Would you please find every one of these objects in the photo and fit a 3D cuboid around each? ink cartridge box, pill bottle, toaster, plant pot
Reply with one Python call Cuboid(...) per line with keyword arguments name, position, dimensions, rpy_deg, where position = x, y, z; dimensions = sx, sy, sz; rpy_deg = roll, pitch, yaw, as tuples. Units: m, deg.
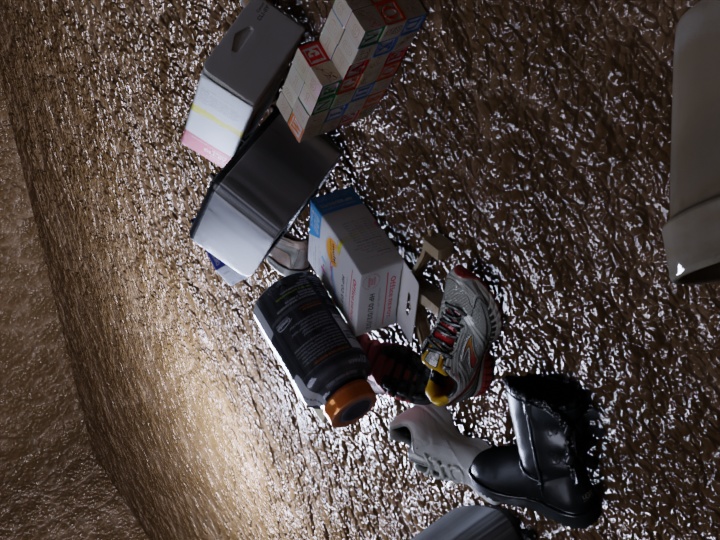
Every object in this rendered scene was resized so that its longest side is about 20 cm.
Cuboid(name="ink cartridge box", position=(-0.234, -0.036, 1.722), dimensions=(0.095, 0.044, 0.200), rpy_deg=(63, 176, 7))
Cuboid(name="ink cartridge box", position=(0.000, 0.000, 1.348), dimensions=(0.201, 0.067, 0.116), rpy_deg=(55, 153, 39))
Cuboid(name="pill bottle", position=(-0.055, 0.109, 1.355), dimensions=(0.201, 0.105, 0.107), rpy_deg=(56, 152, 28))
Cuboid(name="ink cartridge box", position=(-0.160, -0.247, 1.365), dimensions=(0.083, 0.146, 0.200), rpy_deg=(31, 156, -5))
Cuboid(name="toaster", position=(-0.128, -0.115, 1.379), dimensions=(0.118, 0.182, 0.200), rpy_deg=(37, 150, -2))
Cuboid(name="toaster", position=(0.141, 0.389, 1.355), dimensions=(0.199, 0.128, 0.115), rpy_deg=(-24, 91, 63))
Cuboid(name="plant pot", position=(0.288, -0.097, 0.679), dimensions=(0.200, 0.197, 0.177), rpy_deg=(149, 113, -63))

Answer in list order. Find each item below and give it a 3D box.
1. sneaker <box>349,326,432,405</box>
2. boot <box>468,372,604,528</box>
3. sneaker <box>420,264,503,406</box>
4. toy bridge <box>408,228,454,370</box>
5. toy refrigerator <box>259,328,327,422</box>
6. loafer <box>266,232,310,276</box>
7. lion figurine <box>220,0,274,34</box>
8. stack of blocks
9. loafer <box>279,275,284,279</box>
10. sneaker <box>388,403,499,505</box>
Cuboid(name="sneaker", position=(0.035, 0.139, 1.420), dimensions=(0.198, 0.072, 0.098), rpy_deg=(19, 166, 31))
Cuboid(name="boot", position=(0.193, 0.195, 1.172), dimensions=(0.197, 0.073, 0.165), rpy_deg=(13, 125, 49))
Cuboid(name="sneaker", position=(0.117, 0.085, 1.215), dimensions=(0.078, 0.081, 0.203), rpy_deg=(38, 141, 43))
Cuboid(name="toy bridge", position=(0.088, 0.033, 1.287), dimensions=(0.067, 0.027, 0.203), rpy_deg=(40, 142, 44))
Cuboid(name="toy refrigerator", position=(-0.079, 0.134, 1.628), dimensions=(0.201, 0.069, 0.076), rpy_deg=(52, 143, 26))
Cuboid(name="loafer", position=(-0.142, -0.058, 1.607), dimensions=(0.199, 0.071, 0.064), rpy_deg=(36, 124, 38))
Cuboid(name="lion figurine", position=(-0.144, -0.377, 1.366), dimensions=(0.122, 0.072, 0.202), rpy_deg=(33, 152, 34))
Cuboid(name="stack of blocks", position=(-0.015, -0.240, 1.168), dimensions=(0.059, 0.114, 0.200), rpy_deg=(58, 151, 14))
Cuboid(name="loafer", position=(-0.071, 0.082, 1.568), dimensions=(0.202, 0.067, 0.071), rpy_deg=(56, 162, 28))
Cuboid(name="sneaker", position=(0.114, 0.248, 1.341), dimensions=(0.199, 0.086, 0.076), rpy_deg=(35, 138, 44))
